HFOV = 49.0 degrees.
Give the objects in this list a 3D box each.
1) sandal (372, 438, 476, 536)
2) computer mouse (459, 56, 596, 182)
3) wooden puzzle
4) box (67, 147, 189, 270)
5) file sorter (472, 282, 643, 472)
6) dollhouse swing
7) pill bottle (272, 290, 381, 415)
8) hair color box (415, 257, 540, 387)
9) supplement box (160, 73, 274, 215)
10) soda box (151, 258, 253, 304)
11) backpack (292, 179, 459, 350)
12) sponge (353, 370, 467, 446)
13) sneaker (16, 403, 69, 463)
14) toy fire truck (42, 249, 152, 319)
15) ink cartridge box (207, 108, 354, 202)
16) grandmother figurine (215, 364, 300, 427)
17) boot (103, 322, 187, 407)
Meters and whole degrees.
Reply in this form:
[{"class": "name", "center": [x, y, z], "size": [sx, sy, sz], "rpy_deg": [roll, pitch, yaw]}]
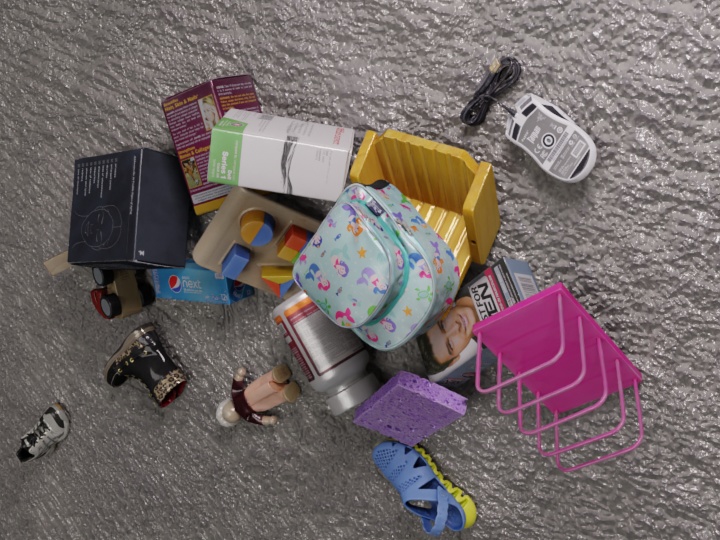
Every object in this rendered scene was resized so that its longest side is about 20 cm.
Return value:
[{"class": "sandal", "center": [0.094, 0.354, 1.283], "size": [0.199, 0.087, 0.080], "rpy_deg": [37, 125, 22]}, {"class": "computer mouse", "center": [0.229, -0.188, 1.036], "size": [0.200, 0.044, 0.110], "rpy_deg": [45, 121, 22]}, {"class": "wooden puzzle", "center": [-0.156, -0.030, 1.297], "size": [0.198, 0.047, 0.185], "rpy_deg": [26, 128, -20]}, {"class": "box", "center": [-0.422, -0.106, 1.443], "size": [0.195, 0.123, 0.203], "rpy_deg": [-1, 84, 37]}, {"class": "file sorter", "center": [0.254, 0.147, 1.012], "size": [0.138, 0.126, 0.200], "rpy_deg": [-30, 119, 32]}, {"class": "dollhouse swing", "center": [0.064, -0.058, 1.097], "size": [0.198, 0.177, 0.182], "rpy_deg": [22, 153, 29]}, {"class": "pill bottle", "center": [-0.053, 0.128, 1.298], "size": [0.109, 0.109, 0.201], "rpy_deg": [-33, 85, 38]}, {"class": "hair color box", "center": [0.169, 0.078, 1.132], "size": [0.200, 0.060, 0.100], "rpy_deg": [-42, 53, 37]}, {"class": "supplement box", "center": [-0.229, -0.209, 1.318], "size": [0.130, 0.103, 0.202], "rpy_deg": [-9, 100, 37]}, {"class": "soda box", "center": [-0.295, 0.018, 1.462], "size": [0.198, 0.068, 0.065], "rpy_deg": [4, 107, 35]}, {"class": "backpack", "center": [0.023, 0.000, 1.035], "size": [0.200, 0.150, 0.178], "rpy_deg": [45, 120, 12]}, {"class": "sponge", "center": [0.072, 0.216, 1.213], "size": [0.111, 0.030, 0.200], "rpy_deg": [25, 149, -8]}, {"class": "sneaker", "center": [-0.779, 0.407, 1.928], "size": [0.076, 0.087, 0.201], "rpy_deg": [46, 124, 16]}, {"class": "toy fire truck", "center": [-0.542, 0.008, 1.615], "size": [0.199, 0.128, 0.178], "rpy_deg": [1, 107, 47]}, {"class": "ink cartridge box", "center": [-0.113, -0.172, 1.169], "size": [0.197, 0.146, 0.085], "rpy_deg": [10, 112, -2]}, {"class": "grandmother figurine", "center": [-0.203, 0.240, 1.478], "size": [0.199, 0.060, 0.122], "rpy_deg": [-34, 76, 35]}, {"class": "boot", "center": [-0.447, 0.221, 1.640], "size": [0.151, 0.073, 0.200], "rpy_deg": [49, 121, 12]}]
